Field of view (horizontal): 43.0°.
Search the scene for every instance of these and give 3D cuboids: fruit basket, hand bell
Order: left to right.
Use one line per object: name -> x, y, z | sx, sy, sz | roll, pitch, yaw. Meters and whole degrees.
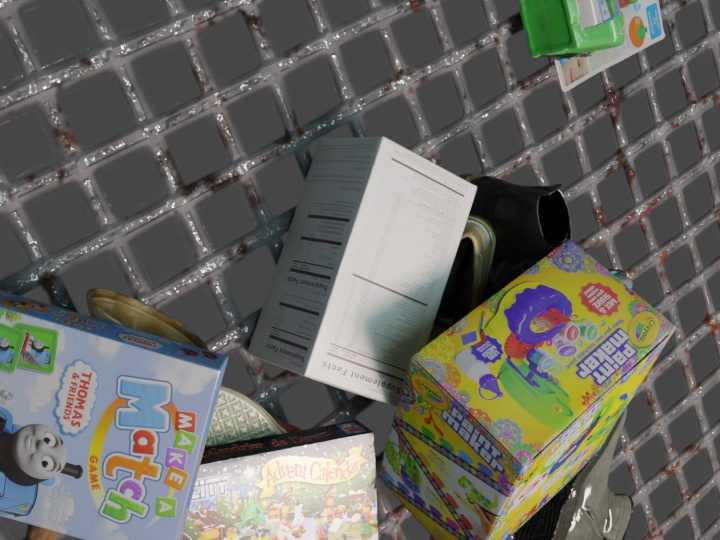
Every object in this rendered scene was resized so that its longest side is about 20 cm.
hand bell -> -0.207, 0.128, 0.707 | 0.103, 0.104, 0.202 | 25, 94, -30
fruit basket -> 0.242, -0.299, 0.920 | 0.198, 0.093, 0.188 | -27, 108, -30

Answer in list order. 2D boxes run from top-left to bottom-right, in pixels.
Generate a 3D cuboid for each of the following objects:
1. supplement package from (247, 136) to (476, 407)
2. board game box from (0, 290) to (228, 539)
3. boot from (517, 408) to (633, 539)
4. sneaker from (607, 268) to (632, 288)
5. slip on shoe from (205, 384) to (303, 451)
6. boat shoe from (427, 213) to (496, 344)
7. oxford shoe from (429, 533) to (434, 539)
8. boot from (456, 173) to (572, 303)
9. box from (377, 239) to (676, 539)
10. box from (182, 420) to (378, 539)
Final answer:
supplement package -> 0.000, 0.000, 0.791 | 0.113, 0.109, 0.203 | 23, 83, -32
board game box -> -0.208, 0.107, 0.647 | 0.197, 0.037, 0.153 | 16, 102, -2
boot -> 0.258, 0.237, 1.009 | 0.130, 0.067, 0.202 | 27, 88, -35
sneaker -> 0.239, 0.095, 0.948 | 0.201, 0.095, 0.079 | -56, 150, -9
slip on shoe -> -0.088, 0.152, 0.783 | 0.199, 0.061, 0.075 | 32, 86, -25
boat shoe -> 0.075, 0.051, 0.838 | 0.071, 0.076, 0.203 | 11, 107, 9
oxford shoe -> 0.109, 0.296, 0.919 | 0.073, 0.071, 0.202 | 24, 92, -35
boot -> 0.155, 0.009, 0.871 | 0.077, 0.138, 0.202 | -30, 111, -25
box -> 0.136, 0.116, 0.782 | 0.199, 0.122, 0.194 | -32, 152, -31
box -> -0.082, 0.208, 0.740 | 0.197, 0.038, 0.139 | -7, 100, -23
